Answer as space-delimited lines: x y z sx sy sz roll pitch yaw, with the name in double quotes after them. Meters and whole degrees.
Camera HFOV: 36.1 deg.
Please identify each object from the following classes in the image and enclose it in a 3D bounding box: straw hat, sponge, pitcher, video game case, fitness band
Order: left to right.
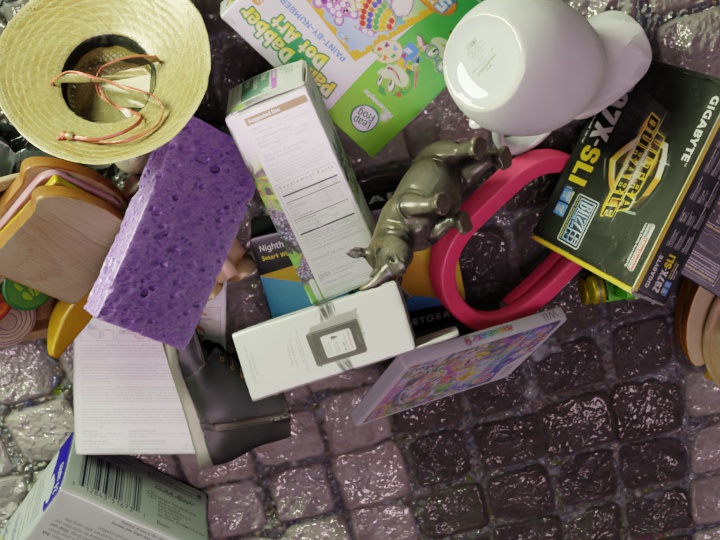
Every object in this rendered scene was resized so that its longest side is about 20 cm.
-0.218 -0.156 0.973 0.200 0.202 0.085 -8 153 -2 "straw hat"
-0.167 -0.035 1.014 0.111 0.030 0.201 25 88 -47 "sponge"
0.099 0.098 1.129 0.199 0.018 0.143 -14 156 -29 "video game case"
0.157 -0.030 1.106 0.200 0.037 0.144 -44 122 -4 "fitness band"
0.149 -0.164 0.989 0.199 0.121 0.172 -10 146 -50 "pitcher"

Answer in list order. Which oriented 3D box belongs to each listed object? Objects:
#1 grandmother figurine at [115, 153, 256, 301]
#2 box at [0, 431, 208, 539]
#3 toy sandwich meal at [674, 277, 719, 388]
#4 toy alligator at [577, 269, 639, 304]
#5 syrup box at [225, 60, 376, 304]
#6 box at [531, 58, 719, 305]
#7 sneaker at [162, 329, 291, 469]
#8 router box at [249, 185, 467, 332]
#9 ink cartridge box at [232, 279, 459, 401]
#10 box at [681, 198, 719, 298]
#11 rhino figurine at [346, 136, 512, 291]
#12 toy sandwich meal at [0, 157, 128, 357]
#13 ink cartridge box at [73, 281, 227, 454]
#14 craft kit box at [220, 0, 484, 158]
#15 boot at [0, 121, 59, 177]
-0.178 -0.067 1.066 0.121 0.061 0.200 -37 119 -2 "grandmother figurine"
-0.297 0.312 1.237 0.183 0.105 0.200 31 111 -22 "box"
0.439 0.053 1.205 0.204 0.070 0.206 -6 114 -14 "toy sandwich meal"
0.257 0.002 1.102 0.059 0.200 0.055 -11 88 -3 "toy alligator"
-0.048 -0.080 1.009 0.081 0.079 0.201 -22 116 7 "syrup box"
0.259 -0.089 1.018 0.049 0.160 0.201 21 99 -30 "box"
-0.140 0.095 1.127 0.106 0.075 0.201 -17 110 -11 "sneaker"
0.000 0.000 1.127 0.199 0.051 0.150 -13 118 1 "router box"
-0.011 0.057 1.053 0.199 0.116 0.067 -18 90 3 "ink cartridge box"
0.367 -0.061 1.100 0.199 0.044 0.161 29 98 -8 "box"
0.053 -0.048 0.980 0.087 0.200 0.060 -5 129 46 "rhino figurine"
-0.293 -0.004 1.014 0.204 0.070 0.206 -16 131 -20 "toy sandwich meal"
-0.222 0.095 1.171 0.161 0.050 0.201 1 100 -7 "ink cartridge box"
0.010 -0.237 1.003 0.197 0.049 0.200 -41 115 19 "craft kit box"
-0.379 -0.048 1.047 0.164 0.066 0.201 11 121 -22 "boot"
